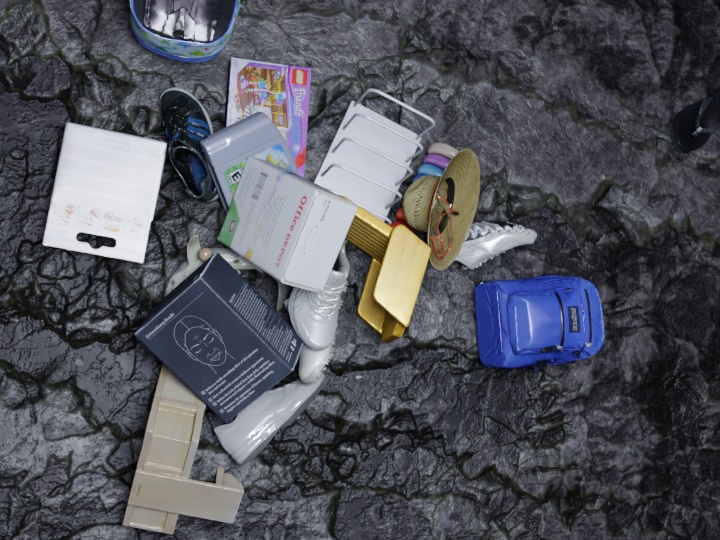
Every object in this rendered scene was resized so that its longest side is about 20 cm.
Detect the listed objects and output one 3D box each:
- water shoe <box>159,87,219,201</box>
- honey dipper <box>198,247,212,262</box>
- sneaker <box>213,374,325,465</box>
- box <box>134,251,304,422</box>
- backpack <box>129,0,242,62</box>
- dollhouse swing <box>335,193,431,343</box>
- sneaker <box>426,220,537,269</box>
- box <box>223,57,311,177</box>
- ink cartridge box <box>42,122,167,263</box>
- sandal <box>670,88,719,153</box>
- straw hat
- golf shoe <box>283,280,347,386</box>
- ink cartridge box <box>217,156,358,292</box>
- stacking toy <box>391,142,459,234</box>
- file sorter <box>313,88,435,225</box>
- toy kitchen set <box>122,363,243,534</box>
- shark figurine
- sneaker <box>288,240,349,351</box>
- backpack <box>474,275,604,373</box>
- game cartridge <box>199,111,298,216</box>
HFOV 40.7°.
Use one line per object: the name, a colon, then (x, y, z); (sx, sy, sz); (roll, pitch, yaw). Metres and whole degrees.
water shoe: (-0.274, -0.207, 1.551); (0.071, 0.079, 0.200); (-27, 83, 16)
honey dipper: (-0.217, 0.055, 1.536); (0.038, 0.038, 0.200); (-21, 114, -16)
sneaker: (-0.147, 0.216, 1.567); (0.200, 0.075, 0.088); (-40, 75, -18)
box: (-0.212, 0.102, 1.480); (0.148, 0.107, 0.200); (-38, 104, 19)
backpack: (-0.281, -0.438, 1.554); (0.183, 0.147, 0.200); (9, 78, -15)
dollhouse swing: (0.000, 0.000, 1.559); (0.176, 0.200, 0.182); (19, 79, -6)
sneaker: (0.210, -0.044, 1.691); (0.200, 0.075, 0.081); (-4, 98, -12)
box: (-0.158, -0.247, 1.623); (0.137, 0.039, 0.200); (5, 83, -14)
ink cartridge box: (-0.405, -0.122, 1.543); (0.161, 0.050, 0.200); (11, 85, -14)
sandal: (0.667, -0.300, 1.848); (0.200, 0.043, 0.076); (-39, 95, -15)
straw hat: (0.116, -0.107, 1.578); (0.085, 0.201, 0.201); (16, 78, 27)
golf shoe: (-0.089, 0.086, 1.568); (0.097, 0.078, 0.200); (24, 56, -25)
ink cartridge box: (-0.114, -0.072, 1.467); (0.087, 0.200, 0.145); (17, 99, -39)
stacking toy: (0.107, -0.117, 1.659); (0.085, 0.085, 0.200); (35, 78, -9)
file sorter: (0.019, -0.179, 1.620); (0.139, 0.125, 0.200); (26, 79, -10)
toy kitchen set: (-0.261, 0.286, 1.523); (0.163, 0.180, 0.200); (14, 120, -10)
shark figurine: (-0.208, -0.013, 1.570); (0.214, 0.090, 0.128); (2, 117, -7)
sneaker: (-0.059, 0.025, 1.491); (0.078, 0.099, 0.200); (0, 90, -26)
backpack: (0.317, 0.092, 1.652); (0.200, 0.168, 0.163); (-2, 91, -19)
game cartridge: (-0.165, -0.144, 1.553); (0.133, 0.040, 0.200); (-32, 124, -22)
